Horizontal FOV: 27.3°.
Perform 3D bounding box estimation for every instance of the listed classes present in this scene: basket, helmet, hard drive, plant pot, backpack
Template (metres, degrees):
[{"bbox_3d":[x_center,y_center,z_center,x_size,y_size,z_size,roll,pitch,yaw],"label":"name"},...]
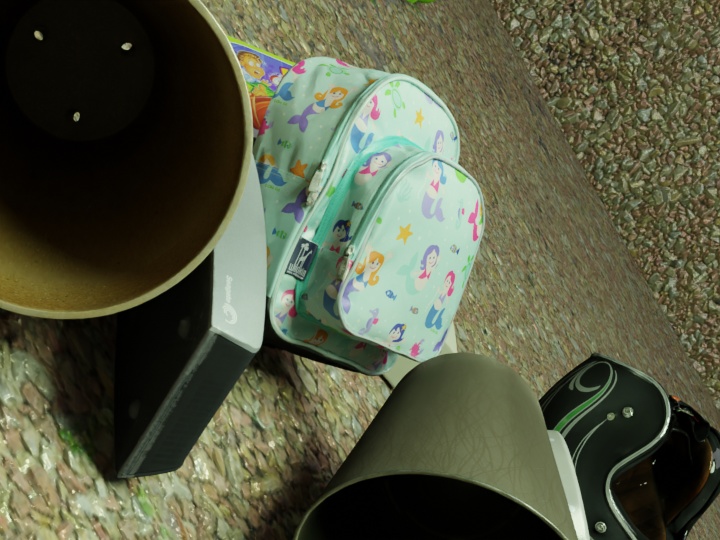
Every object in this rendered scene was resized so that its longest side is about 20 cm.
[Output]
[{"bbox_3d":[0.058,0.143,0.934,0.178,0.138,0.200,18,22,0],"label":"basket"},{"bbox_3d":[0.236,0.197,1.403,0.199,0.192,0.200,32,-3,2],"label":"helmet"},{"bbox_3d":[-0.098,0.008,0.840,0.042,0.135,0.201,19,36,-23],"label":"hard drive"},{"bbox_3d":[-0.159,-0.095,0.811,0.187,0.185,0.200,54,3,-19],"label":"plant pot"},{"bbox_3d":[-0.004,-0.039,1.015,0.177,0.149,0.203,28,77,-56],"label":"backpack"}]

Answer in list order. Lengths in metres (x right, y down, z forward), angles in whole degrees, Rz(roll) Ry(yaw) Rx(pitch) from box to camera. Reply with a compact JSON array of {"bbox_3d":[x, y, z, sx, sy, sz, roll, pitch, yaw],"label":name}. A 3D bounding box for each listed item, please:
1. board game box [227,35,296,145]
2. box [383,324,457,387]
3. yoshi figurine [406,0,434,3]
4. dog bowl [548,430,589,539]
[{"bbox_3d":[-0.052,-0.107,1.152,0.198,0.045,0.135,20,34,-19],"label":"board game box"},{"bbox_3d":[0.000,0.000,1.242,0.200,0.068,0.083,49,21,-32],"label":"box"},{"bbox_3d":[0.074,-0.445,2.165,0.199,0.114,0.111,21,-1,-43],"label":"yoshi figurine"},{"bbox_3d":[0.147,0.221,1.194,0.200,0.058,0.203,-9,90,-90],"label":"dog bowl"}]
